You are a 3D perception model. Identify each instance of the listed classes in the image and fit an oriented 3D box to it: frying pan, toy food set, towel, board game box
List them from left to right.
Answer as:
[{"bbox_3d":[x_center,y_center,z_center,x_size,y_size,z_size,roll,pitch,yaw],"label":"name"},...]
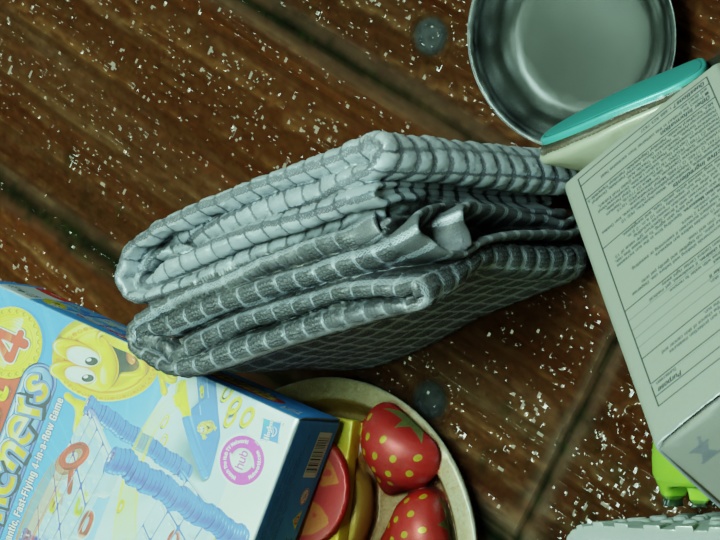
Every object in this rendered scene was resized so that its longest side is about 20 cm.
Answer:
[{"bbox_3d":[-0.137,0.133,1.551,0.195,0.056,0.201,22,94,22],"label":"board game box"},{"bbox_3d":[-0.025,0.156,1.564,0.197,0.049,0.201,6,90,35],"label":"toy food set"},{"bbox_3d":[0.000,0.000,1.486,0.200,0.165,0.086,-20,77,36],"label":"towel"},{"bbox_3d":[0.138,-0.099,1.484,0.190,0.031,0.115,33,110,19],"label":"frying pan"}]

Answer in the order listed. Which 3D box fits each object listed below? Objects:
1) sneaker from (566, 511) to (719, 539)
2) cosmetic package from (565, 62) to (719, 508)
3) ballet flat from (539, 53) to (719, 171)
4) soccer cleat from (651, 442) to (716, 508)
[{"bbox_3d":[0.185,0.157,1.409,0.199,0.076,0.081,2,97,36],"label":"sneaker"},{"bbox_3d":[0.172,0.011,1.334,0.103,0.087,0.200,-37,33,18],"label":"cosmetic package"},{"bbox_3d":[0.183,-0.084,1.423,0.200,0.069,0.070,-30,69,16],"label":"ballet flat"},{"bbox_3d":[0.197,0.074,1.371,0.200,0.067,0.081,0,88,62],"label":"soccer cleat"}]
